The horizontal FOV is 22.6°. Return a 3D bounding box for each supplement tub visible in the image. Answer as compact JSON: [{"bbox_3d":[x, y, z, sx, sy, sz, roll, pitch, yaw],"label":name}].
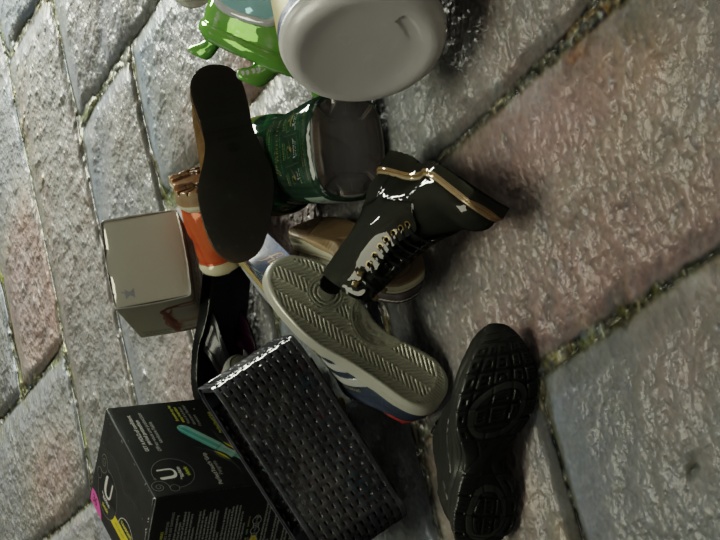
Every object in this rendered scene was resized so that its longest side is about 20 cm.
[{"bbox_3d":[-0.010,-0.262,1.568,0.144,0.144,0.200,119,150,-45],"label":"supplement tub"}]

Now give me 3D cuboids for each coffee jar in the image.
[{"bbox_3d":[-0.057,-0.110,1.755,0.200,0.085,0.104,-6,89,61],"label":"coffee jar"}]

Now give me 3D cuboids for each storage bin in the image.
[{"bbox_3d":[-0.056,0.169,1.686,0.200,0.094,0.135,57,167,-3],"label":"storage bin"}]

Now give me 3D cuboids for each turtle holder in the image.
[{"bbox_3d":[-0.067,-0.238,1.703,0.186,0.141,0.132,39,111,58],"label":"turtle holder"}]

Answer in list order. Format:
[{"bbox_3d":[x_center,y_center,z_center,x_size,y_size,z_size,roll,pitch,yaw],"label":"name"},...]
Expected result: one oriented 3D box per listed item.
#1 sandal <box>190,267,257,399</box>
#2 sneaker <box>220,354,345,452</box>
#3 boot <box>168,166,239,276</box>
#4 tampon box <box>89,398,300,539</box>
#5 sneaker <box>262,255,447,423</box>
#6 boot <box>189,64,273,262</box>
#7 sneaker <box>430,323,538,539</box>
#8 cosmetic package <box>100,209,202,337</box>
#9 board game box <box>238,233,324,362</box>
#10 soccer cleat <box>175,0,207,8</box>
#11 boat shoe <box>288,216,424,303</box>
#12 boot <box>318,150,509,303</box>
[{"bbox_3d":[-0.144,0.076,1.962,0.048,0.075,0.201,15,108,41],"label":"sandal"},{"bbox_3d":[-0.074,0.129,1.845,0.200,0.078,0.082,30,116,46],"label":"sneaker"},{"bbox_3d":[-0.159,-0.058,1.929,0.200,0.075,0.107,-96,-9,-74],"label":"boot"},{"bbox_3d":[-0.158,0.225,1.870,0.150,0.200,0.126,52,137,46],"label":"tampon box"},{"bbox_3d":[-0.015,0.071,1.647,0.200,0.075,0.085,42,153,5],"label":"sneaker"},{"bbox_3d":[-0.127,-0.095,1.743,0.075,0.074,0.200,111,152,-68],"label":"boot"},{"bbox_3d":[0.094,0.134,1.534,0.091,0.076,0.200,-134,50,-59],"label":"sneaker"},{"bbox_3d":[-0.224,0.006,1.993,0.200,0.087,0.103,83,178,-80],"label":"cosmetic package"},{"bbox_3d":[-0.075,0.015,1.773,0.136,0.035,0.200,56,172,-35],"label":"board game box"},{"bbox_3d":[-0.192,-0.375,1.990,0.078,0.069,0.200,140,128,-62],"label":"soccer cleat"},{"bbox_3d":[0.000,0.000,1.693,0.200,0.072,0.065,23,133,53],"label":"boat shoe"},{"bbox_3d":[0.043,-0.021,1.539,0.138,0.077,0.200,-58,19,-4],"label":"boot"}]
